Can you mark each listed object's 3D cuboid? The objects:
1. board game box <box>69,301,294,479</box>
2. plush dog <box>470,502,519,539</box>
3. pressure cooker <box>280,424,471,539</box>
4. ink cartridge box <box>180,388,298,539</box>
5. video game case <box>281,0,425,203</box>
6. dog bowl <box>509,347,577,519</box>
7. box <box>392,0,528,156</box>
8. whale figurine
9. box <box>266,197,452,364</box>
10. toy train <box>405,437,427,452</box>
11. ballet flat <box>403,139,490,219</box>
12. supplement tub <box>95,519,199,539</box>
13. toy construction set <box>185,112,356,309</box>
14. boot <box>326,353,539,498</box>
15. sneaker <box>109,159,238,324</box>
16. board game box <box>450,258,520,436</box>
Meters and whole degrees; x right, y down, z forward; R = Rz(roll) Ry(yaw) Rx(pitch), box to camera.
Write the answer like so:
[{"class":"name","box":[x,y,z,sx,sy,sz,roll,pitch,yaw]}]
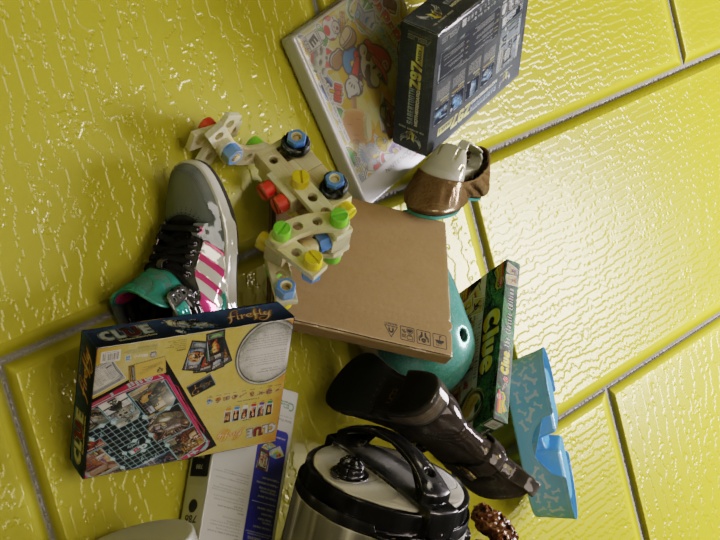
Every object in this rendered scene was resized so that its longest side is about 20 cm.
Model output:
[{"class":"board game box","box":[-0.161,0.107,1.525,0.199,0.035,0.136,-7,120,-33]},{"class":"plush dog","box":[0.090,0.329,1.737,0.160,0.171,0.201,32,64,-40]},{"class":"pressure cooker","box":[0.013,0.251,1.596,0.179,0.175,0.201,-45,150,-74]},{"class":"ink cartridge box","box":[-0.120,0.204,1.629,0.099,0.039,0.202,24,68,-42]},{"class":"video game case","box":[0.014,-0.197,1.817,0.182,0.023,0.201,-42,115,-40]},{"class":"dog bowl","box":[0.206,0.190,1.930,0.111,0.049,0.202,-48,127,-77]},{"class":"box","box":[0.111,-0.238,1.820,0.200,0.051,0.159,-42,147,-39]},{"class":"whale figurine","box":[0.071,0.036,1.792,0.159,0.103,0.202,27,64,-47]},{"class":"box","box":[0.000,0.000,1.704,0.199,0.021,0.165,14,56,-22]},{"class":"toy train","box":[0.118,0.203,1.869,0.199,0.046,0.034,30,66,-41]},{"class":"ballet flat","box":[0.100,-0.104,1.825,0.200,0.067,0.073,-21,130,-65]},{"class":"supplement tub","box":[-0.177,0.336,1.484,0.140,0.140,0.201,-26,104,-44]},{"class":"toy construction set","box":[-0.081,-0.071,1.639,0.131,0.092,0.201,-31,80,-25]},{"class":"boot","box":[0.070,0.168,1.703,0.174,0.199,0.069,45,71,-30]},{"class":"sneaker","box":[-0.178,0.000,1.561,0.120,0.083,0.202,-9,94,-55]},{"class":"board game box","box":[0.128,0.093,1.816,0.023,0.105,0.201,26,51,-25]}]
